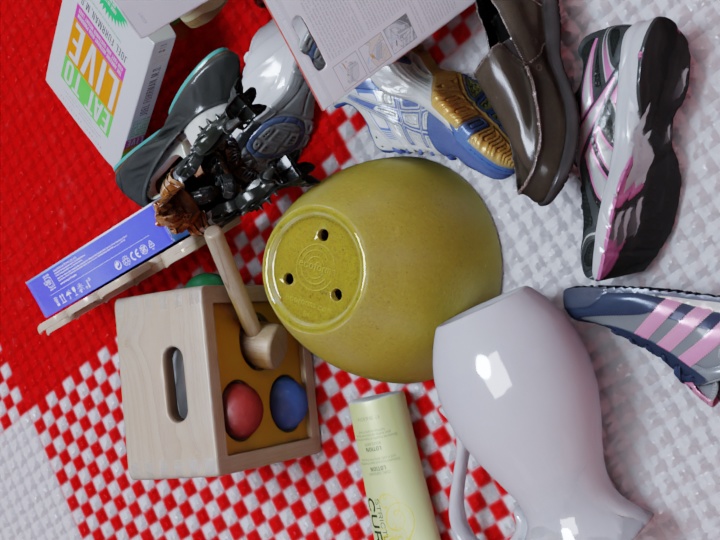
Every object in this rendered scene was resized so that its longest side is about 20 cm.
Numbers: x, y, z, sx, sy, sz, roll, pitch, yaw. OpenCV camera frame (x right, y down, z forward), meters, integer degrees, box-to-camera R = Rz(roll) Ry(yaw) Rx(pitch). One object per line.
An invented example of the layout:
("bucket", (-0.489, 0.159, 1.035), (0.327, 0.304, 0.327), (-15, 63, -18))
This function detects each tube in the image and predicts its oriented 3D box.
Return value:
("tube", (0.035, 0.207, 0.982), (0.058, 0.051, 0.202), (162, 96, -71))

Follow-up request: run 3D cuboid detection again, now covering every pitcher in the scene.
("pitcher", (0.116, 0.128, 0.895), (0.171, 0.121, 0.201), (-25, 89, 32))

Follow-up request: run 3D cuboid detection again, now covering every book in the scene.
("book", (-0.242, -0.207, 1.104), (0.134, 0.048, 0.200), (54, 145, 15))

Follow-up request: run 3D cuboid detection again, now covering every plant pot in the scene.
("plant pot", (0.000, 0.000, 0.948), (0.199, 0.142, 0.202), (0, 91, 31))

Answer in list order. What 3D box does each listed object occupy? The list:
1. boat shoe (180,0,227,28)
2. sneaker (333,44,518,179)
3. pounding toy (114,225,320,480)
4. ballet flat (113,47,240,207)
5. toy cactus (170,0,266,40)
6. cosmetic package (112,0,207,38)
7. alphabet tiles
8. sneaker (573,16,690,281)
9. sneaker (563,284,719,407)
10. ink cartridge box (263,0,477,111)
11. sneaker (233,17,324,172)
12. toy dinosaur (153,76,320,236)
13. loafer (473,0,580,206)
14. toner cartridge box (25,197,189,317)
("boat shoe", (-0.118, -0.307, 0.978), (0.073, 0.063, 0.201), (-6, 57, 49))
("sneaker", (0.056, -0.128, 0.966), (0.200, 0.075, 0.089), (43, 128, 26))
("pounding toy", (-0.117, 0.073, 0.995), (0.141, 0.184, 0.202), (-8, 86, 31))
("ballet flat", (-0.165, -0.128, 1.101), (0.200, 0.068, 0.069), (-42, 79, 35))
("toy cactus", (-0.154, -0.307, 1.089), (0.199, 0.102, 0.166), (1, 72, 34))
("cosmetic package", (-0.139, -0.326, 0.892), (0.198, 0.123, 0.201), (-28, 54, 4))
("alphabet tiles", (-0.203, 0.003, 1.049), (0.199, 0.196, 0.015), (-27, 96, 28))
("sneaker", (0.196, -0.093, 0.878), (0.086, 0.080, 0.202), (16, 98, 51))
("sneaker", (0.240, 0.056, 0.840), (0.199, 0.070, 0.083), (9, 92, 33))
("ink cartridge box", (0.013, -0.228, 0.900), (0.200, 0.109, 0.050), (-38, 29, -16))
("sneaker", (-0.078, -0.171, 1.050), (0.201, 0.074, 0.087), (-55, 50, 15))
("toy dinosaur", (-0.116, -0.067, 0.933), (0.135, 0.201, 0.102), (-36, 116, 21))
("loafer", (0.121, -0.142, 0.888), (0.073, 0.071, 0.202), (116, 153, -62))
("toner cartridge box", (-0.228, -0.022, 1.103), (0.199, 0.095, 0.043), (-27, 97, 34))
